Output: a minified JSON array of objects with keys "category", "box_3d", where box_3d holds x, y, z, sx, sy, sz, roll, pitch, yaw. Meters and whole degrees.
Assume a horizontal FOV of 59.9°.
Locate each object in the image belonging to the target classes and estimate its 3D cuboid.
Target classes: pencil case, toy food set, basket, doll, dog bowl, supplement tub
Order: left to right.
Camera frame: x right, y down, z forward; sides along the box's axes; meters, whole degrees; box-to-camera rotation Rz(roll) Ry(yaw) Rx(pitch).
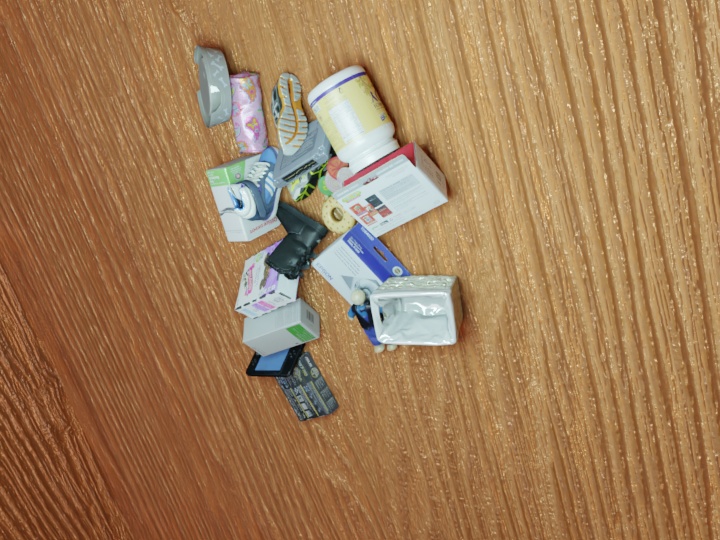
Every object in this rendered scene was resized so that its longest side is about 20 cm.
[{"category":"dog bowl","box_3d":[-0.376,-0.469,1.591,0.200,0.058,0.203,169,90,-69]},{"category":"pencil case","box_3d":[-0.287,-0.402,1.602,0.087,0.087,0.202,10,119,32]},{"category":"toy food set","box_3d":[-0.020,-0.184,1.537,0.198,0.049,0.200,8,117,34]},{"category":"supplement tub","box_3d":[-0.012,-0.332,1.389,0.145,0.145,0.201,-25,98,41]},{"category":"doll","box_3d":[0.032,0.125,1.622,0.135,0.049,0.201,-12,124,29]},{"category":"basket","box_3d":[0.139,0.089,1.488,0.198,0.123,0.137,-2,113,22]}]

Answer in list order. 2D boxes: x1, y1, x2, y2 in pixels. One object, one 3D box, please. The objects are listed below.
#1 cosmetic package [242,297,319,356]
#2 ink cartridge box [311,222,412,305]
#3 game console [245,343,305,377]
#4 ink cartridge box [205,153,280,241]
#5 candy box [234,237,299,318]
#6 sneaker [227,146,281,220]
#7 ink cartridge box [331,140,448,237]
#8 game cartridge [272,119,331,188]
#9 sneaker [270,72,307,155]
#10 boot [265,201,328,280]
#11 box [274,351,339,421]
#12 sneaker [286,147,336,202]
[{"category":"cosmetic package","box_3d":[-0.226,0.164,1.784,0.198,0.086,0.108,-22,140,22]},{"category":"ink cartridge box","box_3d":[0.000,0.000,1.595,0.200,0.041,0.200,45,133,-9]},{"category":"game console","box_3d":[-0.279,0.220,1.900,0.198,0.177,0.117,-7,137,39]},{"category":"ink cartridge box","box_3d":[-0.311,-0.195,1.682,0.083,0.145,0.202,0,113,37]},{"category":"candy box","box_3d":[-0.254,0.024,1.739,0.071,0.170,0.199,29,143,-35]},{"category":"sneaker","box_3d":[-0.272,-0.229,1.597,0.080,0.146,0.203,8,92,33]},{"category":"ink cartridge box","box_3d":[0.062,-0.186,1.368,0.199,0.085,0.175,-25,137,28]},{"category":"game cartridge","box_3d":[-0.137,-0.292,1.519,0.040,0.135,0.199,27,147,-36]},{"category":"sneaker","box_3d":[-0.180,-0.372,1.518,0.077,0.078,0.203,-19,69,52]},{"category":"boot","box_3d":[-0.191,-0.077,1.634,0.197,0.163,0.073,31,173,31]},{"category":"box","box_3d":[-0.176,0.363,1.938,0.160,0.049,0.201,-25,97,43]},{"category":"sneaker","box_3d":[-0.133,-0.259,1.567,0.077,0.075,0.200,51,128,10]}]
